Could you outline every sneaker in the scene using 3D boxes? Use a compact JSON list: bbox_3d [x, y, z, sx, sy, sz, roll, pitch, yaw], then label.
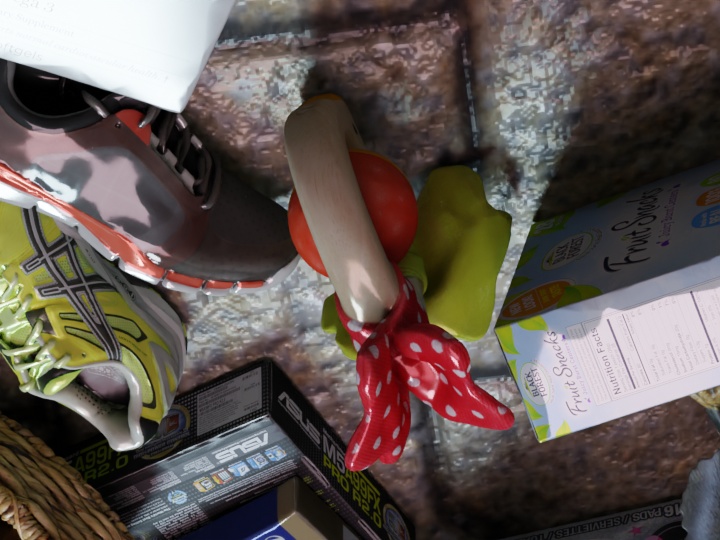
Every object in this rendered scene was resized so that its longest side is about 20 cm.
[{"bbox_3d":[-0.162,0.015,1.505,0.075,0.077,0.200,-35,124,29],"label":"sneaker"},{"bbox_3d":[-0.107,-0.054,1.447,0.199,0.077,0.082,22,122,-22],"label":"sneaker"}]

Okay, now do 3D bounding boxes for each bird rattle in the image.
[{"bbox_3d":[0.000,0.000,1.431,0.112,0.200,0.164,-22,106,17],"label":"bird rattle"}]

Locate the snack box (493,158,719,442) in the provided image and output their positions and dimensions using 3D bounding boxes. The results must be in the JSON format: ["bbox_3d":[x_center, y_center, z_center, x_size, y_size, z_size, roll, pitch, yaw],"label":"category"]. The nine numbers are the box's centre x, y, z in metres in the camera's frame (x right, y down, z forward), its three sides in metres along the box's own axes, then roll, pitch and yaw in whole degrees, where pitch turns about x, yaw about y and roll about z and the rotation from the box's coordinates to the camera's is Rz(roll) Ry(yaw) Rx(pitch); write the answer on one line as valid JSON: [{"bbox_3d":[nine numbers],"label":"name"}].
[{"bbox_3d":[0.173,-0.002,1.436,0.199,0.169,0.068,-20,103,14],"label":"snack box"}]

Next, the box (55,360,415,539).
[{"bbox_3d":[-0.093,0.147,1.652,0.199,0.044,0.160,-25,130,20],"label":"box"}]

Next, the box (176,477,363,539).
[{"bbox_3d":[-0.081,0.196,1.647,0.199,0.032,0.121,-27,128,23],"label":"box"}]

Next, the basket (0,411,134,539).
[{"bbox_3d":[-0.224,0.163,1.543,0.200,0.149,0.143,36,125,4],"label":"basket"}]

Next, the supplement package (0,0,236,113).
[{"bbox_3d":[-0.095,-0.189,1.290,0.116,0.118,0.200,16,130,-16],"label":"supplement package"}]

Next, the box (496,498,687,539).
[{"bbox_3d":[0.111,0.228,1.687,0.199,0.115,0.132,-14,132,10],"label":"box"}]

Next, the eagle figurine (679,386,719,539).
[{"bbox_3d":[0.210,0.127,1.465,0.150,0.152,0.201,-25,107,-24],"label":"eagle figurine"}]
